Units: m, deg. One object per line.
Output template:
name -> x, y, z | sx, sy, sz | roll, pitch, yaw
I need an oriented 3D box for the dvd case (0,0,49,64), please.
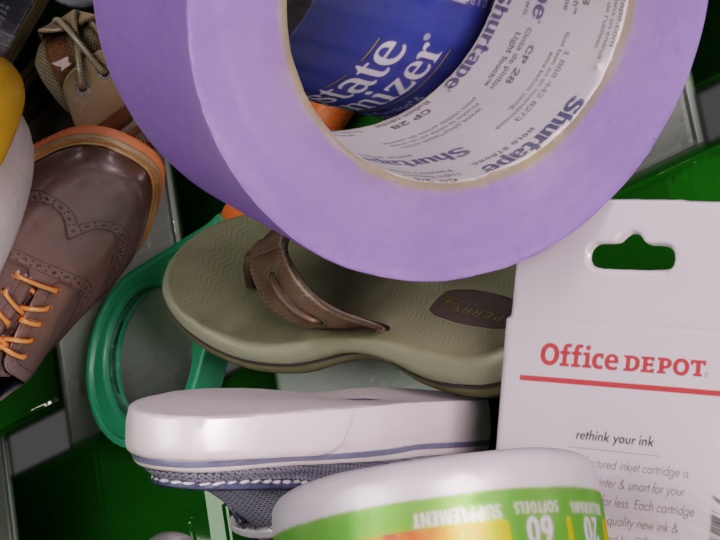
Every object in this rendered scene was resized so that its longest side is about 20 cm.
dvd case -> -0.176, -0.205, 1.166 | 0.148, 0.016, 0.200 | 26, 83, 19

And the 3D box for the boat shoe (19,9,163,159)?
boat shoe -> -0.109, -0.087, 1.127 | 0.200, 0.072, 0.076 | -47, 54, 30

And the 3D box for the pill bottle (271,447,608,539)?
pill bottle -> 0.037, 0.165, 0.815 | 0.111, 0.111, 0.201 | -19, 73, 42

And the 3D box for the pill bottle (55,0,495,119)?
pill bottle -> -0.023, -0.122, 0.951 | 0.112, 0.200, 0.112 | -10, 76, 45

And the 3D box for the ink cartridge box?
ink cartridge box -> 0.109, 0.078, 0.881 | 0.116, 0.067, 0.201 | 3, 87, 47

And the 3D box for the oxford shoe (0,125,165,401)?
oxford shoe -> -0.146, 0.009, 1.131 | 0.200, 0.071, 0.073 | -49, 23, 46

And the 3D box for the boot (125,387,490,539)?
boot -> -0.014, 0.090, 0.916 | 0.073, 0.200, 0.091 | 5, 91, 35

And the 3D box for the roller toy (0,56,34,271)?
roller toy -> -0.230, -0.018, 1.076 | 0.200, 0.140, 0.182 | -59, 24, -3

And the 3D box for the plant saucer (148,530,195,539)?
plant saucer -> -0.035, 0.187, 0.871 | 0.050, 0.200, 0.201 | -10, 74, 8

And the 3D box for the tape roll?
tape roll -> 0.015, -0.103, 0.854 | 0.085, 0.199, 0.201 | 27, 104, 57

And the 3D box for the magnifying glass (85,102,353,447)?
magnifying glass -> -0.062, -0.003, 1.105 | 0.200, 0.022, 0.080 | -56, 49, 27

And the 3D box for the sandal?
sandal -> 0.001, -0.001, 0.992 | 0.200, 0.057, 0.080 | 6, 53, 41
